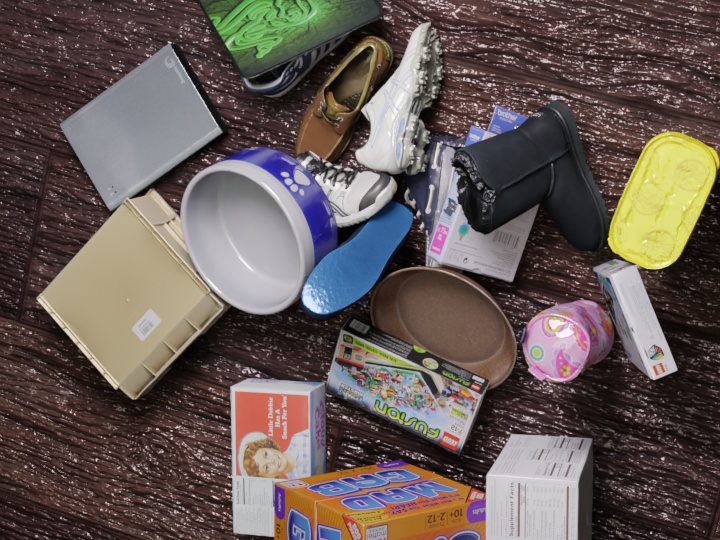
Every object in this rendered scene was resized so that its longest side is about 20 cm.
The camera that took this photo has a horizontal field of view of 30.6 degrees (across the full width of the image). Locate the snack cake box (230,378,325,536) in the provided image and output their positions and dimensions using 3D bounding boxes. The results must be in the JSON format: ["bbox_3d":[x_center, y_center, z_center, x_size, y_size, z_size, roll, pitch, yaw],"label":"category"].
[{"bbox_3d":[-0.109,0.251,1.761,0.114,0.067,0.202,2,97,17],"label":"snack cake box"}]

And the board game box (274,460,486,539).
[{"bbox_3d":[0.026,0.367,1.628,0.199,0.198,0.202,10,102,54],"label":"board game box"}]

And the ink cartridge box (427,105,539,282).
[{"bbox_3d":[0.167,-0.095,1.619,0.042,0.118,0.202,33,106,56],"label":"ink cartridge box"}]

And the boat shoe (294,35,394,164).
[{"bbox_3d":[-0.031,-0.213,1.683,0.072,0.068,0.201,31,106,7],"label":"boat shoe"}]

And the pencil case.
[{"bbox_3d":[0.249,0.084,1.572,0.087,0.200,0.088,2,95,20],"label":"pencil case"}]

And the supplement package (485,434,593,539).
[{"bbox_3d":[0.221,0.301,1.605,0.110,0.200,0.158,2,97,15],"label":"supplement package"}]

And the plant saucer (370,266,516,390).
[{"bbox_3d":[0.109,0.067,1.657,0.199,0.037,0.202,18,135,18],"label":"plant saucer"}]

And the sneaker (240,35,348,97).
[{"bbox_3d":[-0.075,-0.298,1.665,0.070,0.108,0.200,44,106,6],"label":"sneaker"}]

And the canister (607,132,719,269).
[{"bbox_3d":[0.354,-0.086,1.523,0.086,0.200,0.150,24,103,11],"label":"canister"}]

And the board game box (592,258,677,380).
[{"bbox_3d":[0.320,0.054,1.549,0.034,0.200,0.127,-22,91,5],"label":"board game box"}]

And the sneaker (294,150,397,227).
[{"bbox_3d":[-0.049,-0.108,1.658,0.198,0.076,0.088,-4,127,36],"label":"sneaker"}]

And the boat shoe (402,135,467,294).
[{"bbox_3d":[0.095,-0.077,1.672,0.092,0.074,0.202,19,102,29],"label":"boat shoe"}]

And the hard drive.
[{"bbox_3d":[-0.292,-0.193,1.778,0.199,0.033,0.140,-32,87,16],"label":"hard drive"}]

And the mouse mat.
[{"bbox_3d":[-0.089,-0.332,1.645,0.199,0.008,0.162,-27,62,-8],"label":"mouse mat"}]

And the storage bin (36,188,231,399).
[{"bbox_3d":[-0.296,0.034,1.775,0.200,0.094,0.199,-44,85,15],"label":"storage bin"}]

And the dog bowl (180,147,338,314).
[{"bbox_3d":[-0.128,-0.050,1.661,0.199,0.079,0.202,19,124,30],"label":"dog bowl"}]

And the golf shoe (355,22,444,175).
[{"bbox_3d":[0.044,-0.218,1.638,0.096,0.078,0.202,4,70,27],"label":"golf shoe"}]

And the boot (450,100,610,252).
[{"bbox_3d":[0.200,-0.082,1.572,0.167,0.076,0.202,-30,112,-23],"label":"boot"}]

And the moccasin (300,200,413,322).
[{"bbox_3d":[0.000,0.000,1.628,0.080,0.068,0.200,43,60,10],"label":"moccasin"}]

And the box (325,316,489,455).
[{"bbox_3d":[0.058,0.148,1.697,0.198,0.035,0.111,24,127,12],"label":"box"}]
